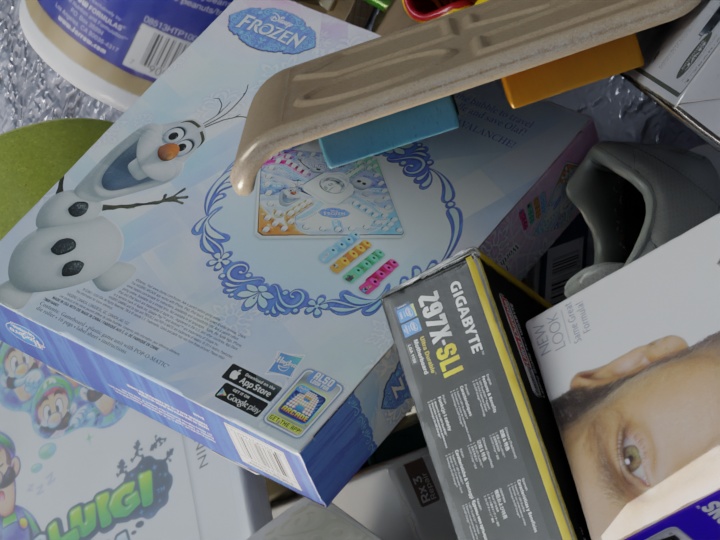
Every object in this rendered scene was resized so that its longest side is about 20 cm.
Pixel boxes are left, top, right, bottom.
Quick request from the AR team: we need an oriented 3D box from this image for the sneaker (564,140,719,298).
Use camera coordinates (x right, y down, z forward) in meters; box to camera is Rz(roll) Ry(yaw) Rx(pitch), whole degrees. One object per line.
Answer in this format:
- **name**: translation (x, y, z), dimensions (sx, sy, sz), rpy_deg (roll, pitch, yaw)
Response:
- **sneaker**: translation (0.125, 0.037, 1.162), dimensions (0.076, 0.092, 0.200), rpy_deg (-40, 50, 45)

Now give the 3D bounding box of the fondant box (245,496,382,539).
- **fondant box**: translation (0.013, 0.209, 1.198), dimensions (0.144, 0.058, 0.200), rpy_deg (34, 144, 32)

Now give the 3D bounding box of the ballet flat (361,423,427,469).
- **ballet flat**: translation (0.024, 0.000, 1.360), dimensions (0.073, 0.073, 0.200), rpy_deg (36, 113, 56)

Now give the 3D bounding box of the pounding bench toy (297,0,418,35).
- **pounding bench toy**: translation (-0.051, -0.193, 1.450), dimensions (0.124, 0.156, 0.200), rpy_deg (-62, 36, 26)

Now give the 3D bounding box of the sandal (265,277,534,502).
- **sandal**: translation (-0.012, 0.051, 1.246), dimensions (0.200, 0.054, 0.080), rpy_deg (-22, 94, 30)

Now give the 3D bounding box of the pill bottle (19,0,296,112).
- **pill bottle**: translation (-0.069, -0.178, 1.333), dimensions (0.200, 0.120, 0.120), rpy_deg (-61, 36, 24)

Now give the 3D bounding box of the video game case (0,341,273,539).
- **video game case**: translation (-0.135, 0.086, 1.271), dimensions (0.200, 0.024, 0.182), rpy_deg (-29, 53, 22)

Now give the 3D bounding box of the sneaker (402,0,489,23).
- **sneaker**: translation (0.045, -0.134, 1.301), dimensions (0.073, 0.077, 0.200), rpy_deg (53, 166, 13)

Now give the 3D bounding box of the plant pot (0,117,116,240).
- **plant pot**: translation (-0.144, 0.054, 1.527), dimensions (0.200, 0.187, 0.187), rpy_deg (56, 128, 32)

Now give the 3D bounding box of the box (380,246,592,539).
- **box**: translation (0.086, 0.108, 1.119), dimensions (0.049, 0.160, 0.200), rpy_deg (-25, 63, 15)

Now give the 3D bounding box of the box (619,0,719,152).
- **box**: translation (0.160, -0.097, 1.067), dimensions (0.117, 0.060, 0.200), rpy_deg (-53, 7, 5)

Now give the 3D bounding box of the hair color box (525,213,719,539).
- **hair color box**: translation (0.169, 0.026, 1.053), dimensions (0.200, 0.065, 0.109), rpy_deg (-31, 52, 21)

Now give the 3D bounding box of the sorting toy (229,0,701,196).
- **sorting toy**: translation (0.044, -0.083, 1.140), dimensions (0.185, 0.200, 0.037), rpy_deg (-90, -23, -79)

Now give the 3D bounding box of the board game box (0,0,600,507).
- **board game box**: translation (-0.032, -0.017, 1.217), dimensions (0.200, 0.043, 0.199), rpy_deg (25, 62, 35)

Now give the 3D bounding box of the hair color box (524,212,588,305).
- **hair color box**: translation (0.000, 0.000, 1.296), dimensions (0.200, 0.060, 0.100), rpy_deg (7, 101, 27)

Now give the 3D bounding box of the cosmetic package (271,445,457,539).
- **cosmetic package**: translation (0.006, 0.146, 1.300), dimensions (0.200, 0.081, 0.113), rpy_deg (-21, 89, 52)
